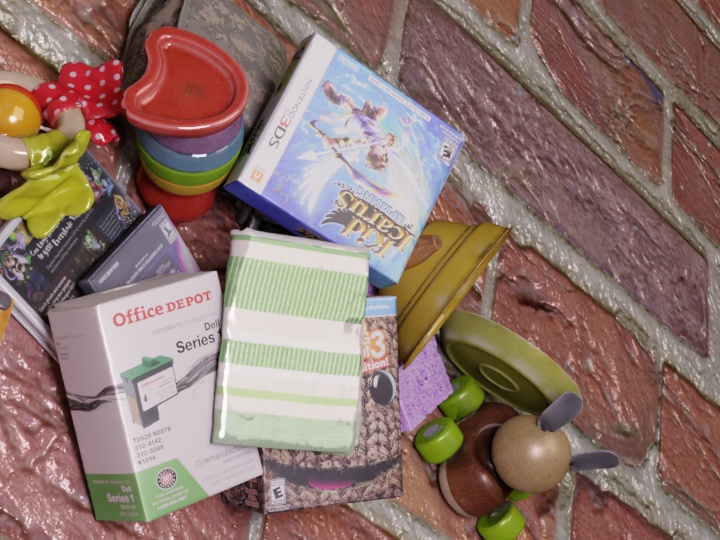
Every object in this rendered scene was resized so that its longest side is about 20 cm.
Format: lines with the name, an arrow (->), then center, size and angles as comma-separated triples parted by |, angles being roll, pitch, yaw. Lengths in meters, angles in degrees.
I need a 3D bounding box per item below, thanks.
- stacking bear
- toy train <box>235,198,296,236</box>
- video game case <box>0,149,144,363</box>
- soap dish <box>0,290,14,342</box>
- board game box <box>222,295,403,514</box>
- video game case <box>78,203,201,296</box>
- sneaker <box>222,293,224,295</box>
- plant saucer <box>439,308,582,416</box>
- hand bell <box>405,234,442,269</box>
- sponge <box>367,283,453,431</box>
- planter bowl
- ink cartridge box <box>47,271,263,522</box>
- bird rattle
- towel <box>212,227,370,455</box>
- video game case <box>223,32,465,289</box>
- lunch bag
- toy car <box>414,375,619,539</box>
stacking bear -> -0.175, -0.122, 1.498 | 0.113, 0.200, 0.122 | 16, 56, -1
toy train -> -0.068, -0.105, 1.619 | 0.085, 0.114, 0.201 | 23, 92, -18
video game case -> -0.261, -0.001, 1.453 | 0.182, 0.023, 0.200 | 50, 40, -21
soap dish -> -0.382, 0.043, 1.229 | 0.200, 0.081, 0.158 | 38, 45, -31
board game box -> -0.050, 0.128, 1.496 | 0.159, 0.097, 0.201 | -3, 91, -30
video game case -> -0.185, 0.054, 1.487 | 0.201, 0.019, 0.143 | 60, 36, -20
sneaker -> -0.062, 0.089, 1.597 | 0.200, 0.084, 0.075 | 45, 41, -26
plant saucer -> 0.171, 0.118, 1.805 | 0.200, 0.200, 0.031 | 44, 72, -27
hand bell -> 0.000, 0.000, 1.619 | 0.104, 0.199, 0.105 | 32, 47, -44
sponge -> 0.042, 0.072, 1.742 | 0.111, 0.030, 0.201 | -33, 108, -53
planter bowl -> 0.077, 0.007, 1.675 | 0.083, 0.201, 0.200 | 37, 38, 6
ink cartridge box -> -0.186, 0.111, 1.385 | 0.146, 0.084, 0.201 | -18, 98, -43
bird rattle -> -0.301, -0.142, 1.405 | 0.162, 0.113, 0.201 | 18, 46, -12
towel -> -0.063, 0.067, 1.417 | 0.152, 0.023, 0.201 | 9, 80, -28
video game case -> -0.012, -0.110, 1.536 | 0.200, 0.045, 0.182 | 32, 71, -18
lunch bag -> -0.162, -0.220, 1.612 | 0.164, 0.117, 0.201 | 38, 40, -32
toy car -> 0.196, 0.202, 1.757 | 0.165, 0.199, 0.158 | 53, 39, -17
